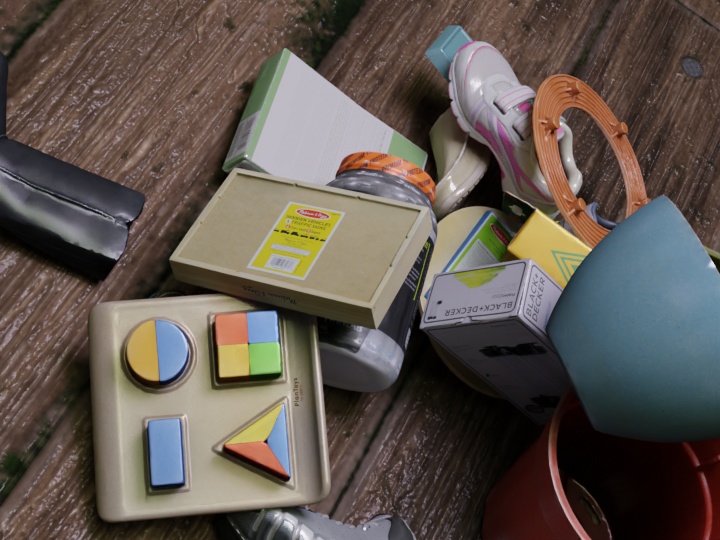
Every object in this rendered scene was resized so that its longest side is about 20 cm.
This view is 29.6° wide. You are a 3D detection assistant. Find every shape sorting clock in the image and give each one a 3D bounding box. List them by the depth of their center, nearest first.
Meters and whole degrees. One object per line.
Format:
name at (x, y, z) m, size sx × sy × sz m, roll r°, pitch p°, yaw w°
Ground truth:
shape sorting clock at (0.137, 0.032, 1.381) m, size 0.199 × 0.039 × 0.202 m, roll 10°, pitch 71°, yaw -29°

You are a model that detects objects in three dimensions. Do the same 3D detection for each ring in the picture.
ring at (0.235, -0.103, 1.350) m, size 0.200 × 0.019 × 0.202 m, roll 29°, pitch 51°, yaw -42°

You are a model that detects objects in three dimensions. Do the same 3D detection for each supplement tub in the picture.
supplement tub at (0.000, 0.000, 1.272) m, size 0.122 × 0.123 × 0.201 m, roll 22°, pitch 67°, yaw -11°

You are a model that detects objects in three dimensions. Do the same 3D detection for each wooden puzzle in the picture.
wooden puzzle at (-0.130, 0.110, 1.149) m, size 0.198 × 0.046 × 0.187 m, roll -5°, pitch 79°, yaw -2°

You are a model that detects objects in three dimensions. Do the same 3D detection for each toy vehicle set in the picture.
toy vehicle set at (-0.051, -0.023, 1.182) m, size 0.199 × 0.027 × 0.125 m, roll 13°, pitch 50°, yaw 24°

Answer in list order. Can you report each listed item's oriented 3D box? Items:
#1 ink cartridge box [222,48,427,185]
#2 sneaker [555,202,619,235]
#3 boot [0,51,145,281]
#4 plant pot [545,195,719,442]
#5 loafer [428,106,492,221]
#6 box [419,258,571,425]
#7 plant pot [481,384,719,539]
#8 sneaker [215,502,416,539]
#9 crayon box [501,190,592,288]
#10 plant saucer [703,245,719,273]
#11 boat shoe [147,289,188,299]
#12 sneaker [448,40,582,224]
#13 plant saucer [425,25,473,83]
ink cartridge box at (-0.032, -0.112, 1.393) m, size 0.199 × 0.048 × 0.146 m, roll 35°, pitch 54°, yaw -26°
sneaker at (0.278, 0.002, 1.424) m, size 0.199 × 0.081 × 0.074 m, roll 32°, pitch 43°, yaw -22°
boot at (-0.290, -0.102, 1.261) m, size 0.199 × 0.066 × 0.166 m, roll 23°, pitch 65°, yaw -7°
plant pot at (0.230, 0.059, 1.108) m, size 0.134 × 0.200 × 0.201 m, roll -27°, pitch 73°, yaw 5°
loafer at (0.103, -0.131, 1.447) m, size 0.068 × 0.076 × 0.201 m, roll 30°, pitch 47°, yaw -4°
box at (0.162, 0.071, 1.266) m, size 0.200 × 0.116 × 0.061 m, roll 38°, pitch 57°, yaw -35°
plant pot at (0.213, 0.214, 1.231) m, size 0.199 × 0.195 × 0.202 m, roll 10°, pitch 60°, yaw -18°
sneaker at (-0.025, 0.240, 1.202) m, size 0.199 × 0.075 × 0.115 m, roll 31°, pitch 30°, yaw 10°
crayon box at (0.204, 0.008, 1.305) m, size 0.199 × 0.127 × 0.051 m, roll 37°, pitch 88°, yaw 8°
plant saucer at (0.351, 0.085, 1.402) m, size 0.199 × 0.048 × 0.201 m, roll 23°, pitch 96°, yaw -10°
boat shoe at (-0.134, 0.096, 1.218) m, size 0.072 × 0.072 × 0.201 m, roll -19°, pitch 72°, yaw -29°
sneaker at (0.164, -0.145, 1.369) m, size 0.081 × 0.088 × 0.201 m, roll -35°, pitch 97°, yaw -30°
plant saucer at (0.148, -0.170, 1.437) m, size 0.200 × 0.019 × 0.070 m, roll 50°, pitch 42°, yaw -12°
